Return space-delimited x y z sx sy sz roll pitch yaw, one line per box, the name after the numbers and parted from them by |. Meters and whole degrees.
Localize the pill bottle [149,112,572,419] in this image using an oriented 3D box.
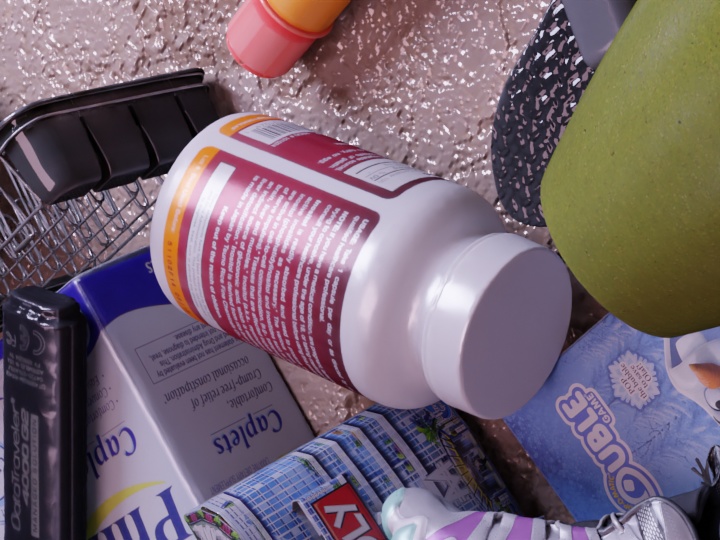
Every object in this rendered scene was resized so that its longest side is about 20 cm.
0.000 0.000 1.042 0.199 0.113 0.114 23 117 37 | pill bottle

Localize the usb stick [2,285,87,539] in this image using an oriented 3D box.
-0.169 0.109 1.132 0.055 0.032 0.202 18 114 40 | usb stick

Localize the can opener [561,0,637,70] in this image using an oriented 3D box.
0.101 -0.189 0.928 0.067 0.053 0.201 -24 79 31 | can opener

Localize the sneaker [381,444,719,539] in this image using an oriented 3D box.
0.112 0.128 0.970 0.200 0.078 0.140 39 88 33 | sneaker

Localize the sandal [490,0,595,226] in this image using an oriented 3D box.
0.120 -0.112 0.979 0.075 0.048 0.202 27 106 29 | sandal

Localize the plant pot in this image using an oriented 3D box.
0.172 -0.065 0.852 0.200 0.187 0.188 -42 78 35 | plant pot

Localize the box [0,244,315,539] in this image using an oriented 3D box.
-0.129 0.115 1.192 0.184 0.105 0.201 -35 83 39 | box

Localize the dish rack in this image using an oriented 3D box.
-0.171 -0.024 1.143 0.200 0.153 0.055 -41 76 36 | dish rack

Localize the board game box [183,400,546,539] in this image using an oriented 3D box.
0.011 0.176 1.042 0.201 0.199 0.062 58 144 6 | board game box

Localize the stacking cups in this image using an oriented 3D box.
0.000 -0.167 1.038 0.061 0.060 0.200 50 129 13 | stacking cups

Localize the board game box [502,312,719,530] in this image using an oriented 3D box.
0.190 0.088 0.986 0.201 0.043 0.199 53 128 11 | board game box
